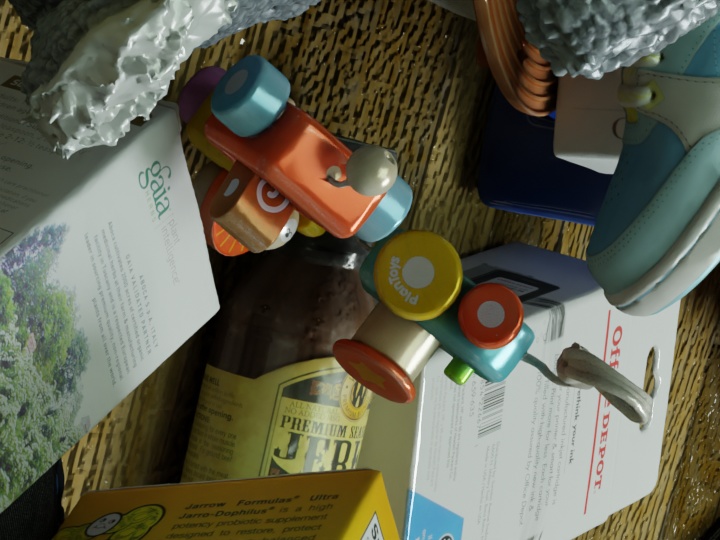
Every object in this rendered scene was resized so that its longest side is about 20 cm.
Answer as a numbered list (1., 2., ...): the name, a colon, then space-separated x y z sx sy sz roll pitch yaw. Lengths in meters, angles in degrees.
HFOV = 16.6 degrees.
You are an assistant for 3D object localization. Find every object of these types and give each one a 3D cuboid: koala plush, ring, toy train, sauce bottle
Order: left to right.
1. koala plush: -0.026 -0.130 0.686 0.200 0.177 0.184 -29 144 11
2. sauce bottle: -0.028 0.048 0.907 0.065 0.065 0.200 6 97 -57
3. toy train: 0.000 0.000 0.801 0.200 0.150 0.056 40 86 -34
4. ring: 0.062 -0.155 0.879 0.200 0.019 0.200 5 90 -72

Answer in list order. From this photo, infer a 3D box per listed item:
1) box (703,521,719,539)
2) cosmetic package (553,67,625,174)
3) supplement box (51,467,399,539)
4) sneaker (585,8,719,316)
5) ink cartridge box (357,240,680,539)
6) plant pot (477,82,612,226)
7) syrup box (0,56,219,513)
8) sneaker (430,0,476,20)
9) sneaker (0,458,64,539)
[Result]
1. box: 0.178 0.214 1.314 0.200 0.035 0.110 -39 134 -41
2. cosmetic package: 0.134 -0.135 0.910 0.071 0.101 0.200 7 86 -69
3. supplement box: -0.057 0.159 0.707 0.200 0.109 0.109 -57 135 -53
4. sneaker: 0.092 -0.095 0.820 0.131 0.080 0.200 26 88 -12
5. ink cartridge box: 0.053 0.059 1.029 0.200 0.067 0.116 -17 118 -51
6. plant pot: 0.186 -0.105 1.039 0.200 0.200 0.180 -5 103 -55
7. syrup box: -0.135 0.024 0.723 0.200 0.081 0.079 -45 139 -39
8. sneaker: 0.025 -0.169 0.879 0.099 0.071 0.200 -60 142 -12
9. sneaker: -0.104 0.106 0.816 0.200 0.073 0.112 22 74 -65
